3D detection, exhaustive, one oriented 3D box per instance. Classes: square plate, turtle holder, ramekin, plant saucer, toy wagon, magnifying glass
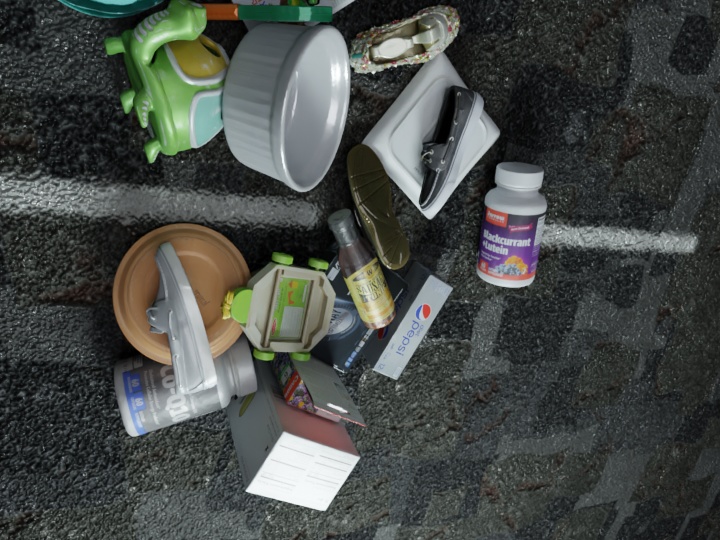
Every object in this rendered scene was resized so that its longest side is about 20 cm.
[{"bbox_3d":[0.127,-0.217,0.885,0.199,0.028,0.199,39,92,-32],"label":"square plate"},{"bbox_3d":[-0.224,-0.238,0.642,0.129,0.141,0.189,-23,137,-22],"label":"turtle holder"},{"bbox_3d":[-0.093,-0.216,0.691,0.095,0.200,0.206,18,109,15],"label":"ramekin"},{"bbox_3d":[-0.252,0.034,0.768,0.194,0.032,0.207,2,85,-21],"label":"plant saucer"},{"bbox_3d":[-0.124,0.053,0.800,0.196,0.039,0.160,9,95,-41],"label":"toy wagon"},{"bbox_3d":[-0.130,-0.321,0.664,0.193,0.080,0.023,7,118,8],"label":"magnifying glass"}]

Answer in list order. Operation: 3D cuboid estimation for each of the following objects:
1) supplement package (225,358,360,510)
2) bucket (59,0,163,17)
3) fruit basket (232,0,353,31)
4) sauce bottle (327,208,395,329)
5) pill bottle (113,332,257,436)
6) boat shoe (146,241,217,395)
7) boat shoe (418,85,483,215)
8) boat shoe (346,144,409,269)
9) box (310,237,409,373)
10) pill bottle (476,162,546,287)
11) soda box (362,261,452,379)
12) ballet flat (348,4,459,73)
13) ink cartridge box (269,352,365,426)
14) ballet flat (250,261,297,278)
[{"bbox_3d":[-0.119,0.266,0.881,0.154,0.200,0.112,29,99,-31],"label":"supplement package"},{"bbox_3d":[-0.276,-0.380,0.566,0.201,0.135,0.213,-9,115,-19],"label":"bucket"},{"bbox_3d":[-0.086,-0.402,0.668,0.197,0.095,0.187,-30,130,2],"label":"fruit basket"},{"bbox_3d":[0.000,0.000,0.848,0.065,0.066,0.203,-30,121,-9],"label":"sauce bottle"},{"bbox_3d":[-0.265,0.169,0.823,0.195,0.114,0.117,-15,118,-18],"label":"pill bottle"},{"bbox_3d":[-0.251,0.068,0.718,0.067,0.072,0.206,-17,100,-21],"label":"boat shoe"},{"bbox_3d":[0.128,-0.192,0.842,0.065,0.070,0.205,19,103,-21],"label":"boat shoe"},{"bbox_3d":[0.017,-0.099,0.864,0.071,0.066,0.206,-27,102,-24],"label":"boat shoe"},{"bbox_3d":[-0.030,0.059,0.924,0.159,0.044,0.202,34,95,-32],"label":"box"},{"bbox_3d":[0.274,-0.084,0.960,0.108,0.111,0.206,-7,115,-21],"label":"pill bottle"},{"bbox_3d":[0.083,0.091,0.975,0.062,0.068,0.203,25,99,-29],"label":"soda box"},{"bbox_3d":[0.075,-0.338,0.787,0.196,0.064,0.077,-27,117,-12],"label":"ballet flat"},{"bbox_3d":[-0.076,0.195,0.870,0.108,0.200,0.051,30,99,-31],"label":"ink cartridge box"},{"bbox_3d":[-0.184,0.040,0.843,0.195,0.046,0.069,-23,119,-14],"label":"ballet flat"}]
